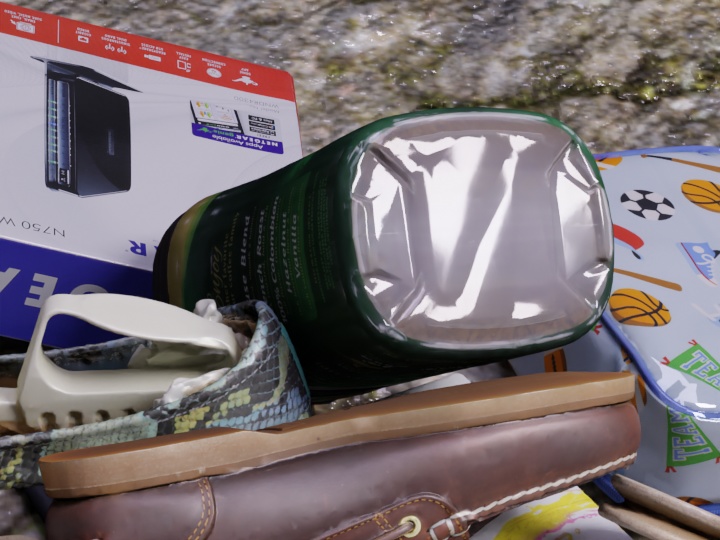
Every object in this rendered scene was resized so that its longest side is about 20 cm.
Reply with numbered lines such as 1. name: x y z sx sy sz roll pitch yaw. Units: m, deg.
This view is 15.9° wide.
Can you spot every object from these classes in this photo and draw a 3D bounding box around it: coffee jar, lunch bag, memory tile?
1. coffee jar: 0.000 0.000 0.925 0.104 0.086 0.200 -3 -7 -26
2. lunch bag: 0.147 0.026 1.072 0.160 0.076 0.200 -5 37 -24
3. memory tile: 0.168 0.113 0.899 0.153 0.017 0.200 22 -2 21

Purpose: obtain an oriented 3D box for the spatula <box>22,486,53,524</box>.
1. spatula: -0.139 0.049 1.006 0.056 0.021 0.200 -6 39 -30

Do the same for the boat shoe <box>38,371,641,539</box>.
1. boat shoe: -0.003 0.077 0.825 0.199 0.071 0.070 -10 -1 -14

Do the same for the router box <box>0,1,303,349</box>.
1. router box: -0.121 -0.040 1.083 0.199 0.049 0.180 13 34 -16

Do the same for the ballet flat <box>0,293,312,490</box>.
1. ballet flat: -0.117 0.039 0.863 0.199 0.074 0.074 -6 37 -6

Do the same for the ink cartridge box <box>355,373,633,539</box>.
1. ink cartridge box: 0.028 0.138 0.872 0.145 0.088 0.200 -16 41 -31

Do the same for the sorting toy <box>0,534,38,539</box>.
1. sorting toy: -0.173 0.181 0.774 0.198 0.070 0.200 -5 38 -20
